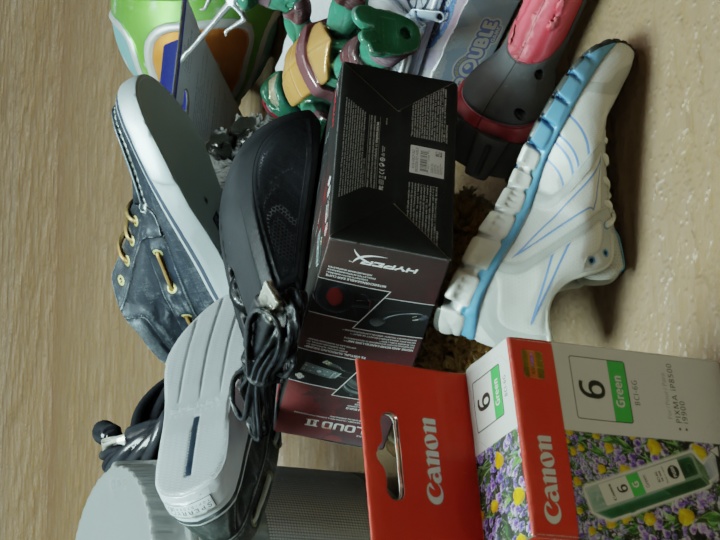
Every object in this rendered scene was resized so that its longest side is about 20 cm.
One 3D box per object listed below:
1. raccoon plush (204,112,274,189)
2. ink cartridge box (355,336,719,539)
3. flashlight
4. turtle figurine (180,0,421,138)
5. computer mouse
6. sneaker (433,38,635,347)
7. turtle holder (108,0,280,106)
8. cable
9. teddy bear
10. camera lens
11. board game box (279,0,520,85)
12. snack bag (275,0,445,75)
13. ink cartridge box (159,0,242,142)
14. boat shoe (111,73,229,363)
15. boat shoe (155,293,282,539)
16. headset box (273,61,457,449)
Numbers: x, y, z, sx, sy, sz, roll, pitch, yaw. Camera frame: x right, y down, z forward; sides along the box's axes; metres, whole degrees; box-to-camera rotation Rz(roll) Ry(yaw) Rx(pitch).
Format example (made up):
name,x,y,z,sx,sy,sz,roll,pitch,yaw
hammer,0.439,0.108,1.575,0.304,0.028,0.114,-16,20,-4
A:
name,x,y,z,sx,sy,sz,roll,pitch,yaw
raccoon plush,-0.052,-0.016,1.512,0.134,0.096,0.200,71,175,-47
ink cartridge box,0.099,0.094,1.093,0.050,0.199,0.110,-41,47,52
flashlight,0.108,-0.152,1.291,0.201,0.068,0.068,-67,29,28
turtle figurine,-0.034,-0.138,1.391,0.200,0.100,0.150,-37,70,50
computer mouse,-0.060,-0.014,1.271,0.139,0.052,0.201,108,169,-54
sneaker,0.122,-0.037,1.241,0.201,0.086,0.075,-63,-5,-6
turtle holder,-0.141,-0.201,1.716,0.185,0.140,0.133,21,118,53
cable,-0.095,0.076,1.466,0.051,0.199,0.163,61,175,-2
teddy bear,0.051,0.046,1.346,0.145,0.066,0.201,12,93,65
camera lens,-0.072,0.206,1.393,0.160,0.199,0.161,-24,63,59
board game box,0.021,-0.162,1.488,0.201,0.043,0.199,-64,33,31
snack bag,0.007,-0.195,1.453,0.189,0.021,0.201,49,126,54
ink cartridge box,-0.124,-0.066,1.587,0.200,0.047,0.199,61,-154,-52
boat shoe,-0.135,-0.027,1.418,0.090,0.201,0.071,-18,21,20
boat shoe,-0.084,0.095,1.335,0.072,0.071,0.201,-11,37,21
headset box,0.000,0.000,1.294,0.201,0.075,0.149,107,170,-47
